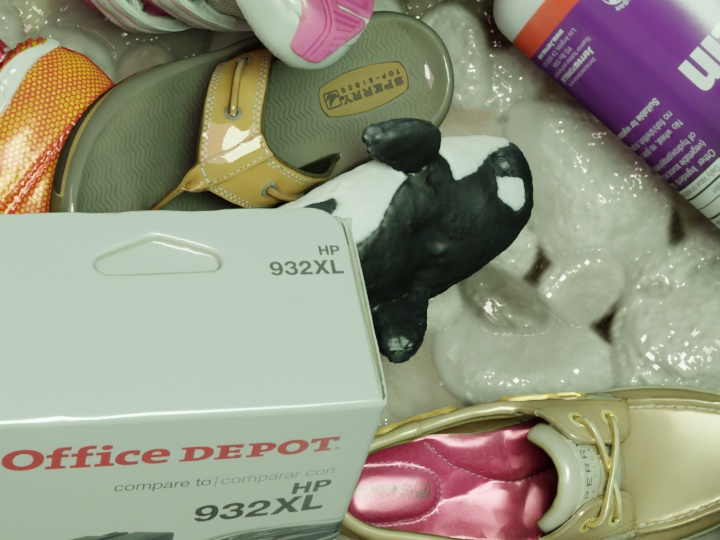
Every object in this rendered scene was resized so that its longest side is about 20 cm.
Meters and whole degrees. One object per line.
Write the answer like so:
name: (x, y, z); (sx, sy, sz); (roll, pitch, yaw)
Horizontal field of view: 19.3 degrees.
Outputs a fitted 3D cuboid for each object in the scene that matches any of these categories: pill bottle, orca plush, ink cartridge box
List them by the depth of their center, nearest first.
ink cartridge box: (-0.084, 0.073, 0.765); (0.144, 0.201, 0.084); (-2, 53, -16)
orca plush: (0.000, 0.000, 0.823); (0.199, 0.105, 0.071); (-8, 53, -46)
pill bottle: (0.158, -0.082, 0.860); (0.200, 0.112, 0.113); (41, 83, 1)

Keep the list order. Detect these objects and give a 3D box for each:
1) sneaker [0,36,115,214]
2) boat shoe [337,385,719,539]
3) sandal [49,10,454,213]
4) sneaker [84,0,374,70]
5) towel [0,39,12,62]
sneaker: (-0.155, 0.004, 0.831); (0.077, 0.073, 0.201); (35, 86, -8)
boat shoe: (0.077, 0.086, 0.858); (0.198, 0.069, 0.074); (-8, 84, -5)
sandal: (-0.035, -0.052, 0.841); (0.199, 0.054, 0.082); (-22, 100, -30)
sneaker: (-0.067, -0.126, 0.843); (0.081, 0.200, 0.088); (31, 102, -42)
towel: (-0.162, -0.001, 0.876); (0.144, 0.022, 0.200); (-39, 87, -7)
